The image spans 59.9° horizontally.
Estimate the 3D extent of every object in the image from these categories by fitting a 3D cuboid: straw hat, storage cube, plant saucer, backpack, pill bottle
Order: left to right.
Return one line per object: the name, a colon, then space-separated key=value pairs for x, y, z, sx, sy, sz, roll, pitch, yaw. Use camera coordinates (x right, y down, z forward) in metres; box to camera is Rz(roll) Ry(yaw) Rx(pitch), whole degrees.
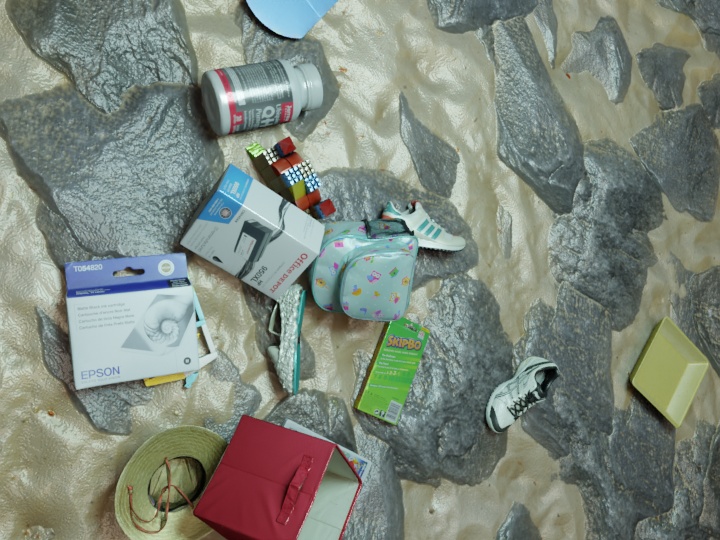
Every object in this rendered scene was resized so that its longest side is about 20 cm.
straw hat: x=-0.308 y=0.349 z=1.036 sx=0.199 sy=0.085 sz=0.204 roll=2 pitch=86 yaw=-24
pill bottle: x=-0.172 y=-0.312 z=1.110 sx=0.198 sy=0.110 sz=0.112 roll=-18 pitch=95 yaw=-23
storage cube: x=-0.123 y=0.364 z=0.997 sx=0.201 sy=0.178 sz=0.172 roll=69 pitch=38 yaw=-50
backpack: x=0.000 y=0.000 z=1.142 sx=0.197 sy=0.154 sz=0.178 roll=4 pitch=119 yaw=-9
plant saucer: x=0.751 y=0.249 z=1.542 sx=0.200 sy=0.048 sz=0.201 roll=41 pitch=72 yaw=-18

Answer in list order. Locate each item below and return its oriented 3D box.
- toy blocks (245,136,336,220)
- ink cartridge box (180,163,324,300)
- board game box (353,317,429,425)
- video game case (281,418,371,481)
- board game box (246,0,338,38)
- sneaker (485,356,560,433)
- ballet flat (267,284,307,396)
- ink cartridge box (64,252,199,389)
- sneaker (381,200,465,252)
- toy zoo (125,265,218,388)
toy blocks: x=-0.118 y=-0.155 z=1.114 sx=0.099 sy=0.136 sz=0.201 roll=-33 pitch=101 yaw=-21
ink cartridge box: x=-0.181 y=-0.061 z=1.070 sx=0.199 sy=0.145 sz=0.085 roll=32 pitch=36 yaw=-19
board game box: x=0.065 y=0.195 z=1.244 sx=0.095 sy=0.030 sz=0.202 roll=27 pitch=80 yaw=-22
video game case: x=-0.089 y=0.386 z=1.171 sx=0.199 sy=0.018 sz=0.144 roll=32 pitch=75 yaw=-20
board game box: x=-0.132 y=-0.536 z=1.179 sx=0.158 sy=0.039 sz=0.200 roll=45 pitch=76 yaw=-22
sneaker: x=0.348 y=0.265 z=1.337 sx=0.076 sy=0.087 sz=0.200 roll=46 pitch=73 yaw=-17
ballet flat: x=-0.137 y=0.125 z=1.143 sx=0.071 sy=0.072 sz=0.203 roll=7 pitch=83 yaw=-24
ink cartridge box: x=-0.370 y=0.077 z=1.020 sx=0.197 sy=0.041 sz=0.203 roll=-7 pitch=91 yaw=-24
sneaker: x=0.130 y=-0.090 z=1.260 sx=0.197 sy=0.070 sz=0.095 roll=7 pitch=91 yaw=-21
toy zoo: x=-0.329 y=0.108 z=1.071 sx=0.130 sy=0.020 sz=0.202 roll=-20 pitch=96 yaw=-23
